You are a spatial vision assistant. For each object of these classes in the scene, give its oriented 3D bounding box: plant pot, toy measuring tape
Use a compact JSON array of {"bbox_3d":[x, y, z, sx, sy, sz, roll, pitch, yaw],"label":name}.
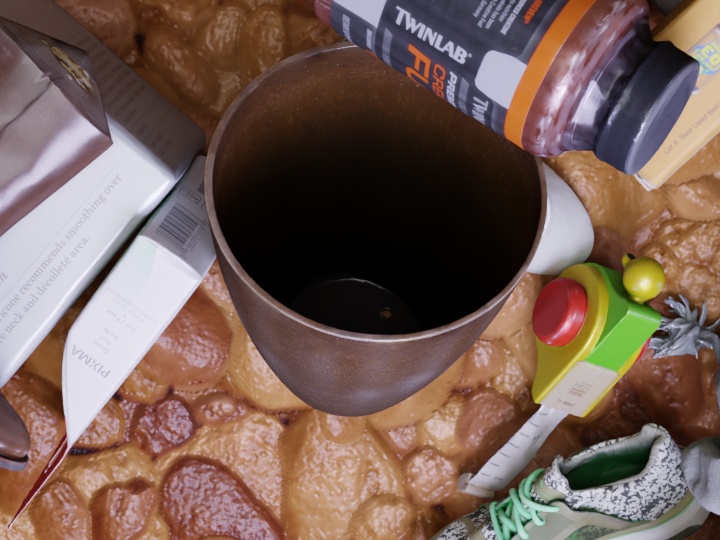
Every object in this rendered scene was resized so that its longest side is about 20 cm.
[{"bbox_3d":[0.000,0.000,1.401,0.186,0.200,0.187,2,62,-5],"label":"plant pot"},{"bbox_3d":[0.119,0.056,1.489,0.074,0.074,0.200,36,123,-4],"label":"toy measuring tape"}]

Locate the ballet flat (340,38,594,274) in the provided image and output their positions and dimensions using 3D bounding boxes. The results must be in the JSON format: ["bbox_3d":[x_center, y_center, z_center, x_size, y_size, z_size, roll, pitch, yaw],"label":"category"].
[{"bbox_3d":[0.058,-0.064,1.457,0.200,0.069,0.069,44,101,-6],"label":"ballet flat"}]

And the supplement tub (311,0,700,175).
[{"bbox_3d":[0.079,-0.131,1.300,0.200,0.107,0.107,33,103,15],"label":"supplement tub"}]

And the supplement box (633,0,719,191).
[{"bbox_3d":[0.213,-0.136,1.349,0.200,0.069,0.067,-42,95,14],"label":"supplement box"}]

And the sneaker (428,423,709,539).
[{"bbox_3d":[0.113,0.141,1.477,0.200,0.077,0.089,-25,138,2],"label":"sneaker"}]

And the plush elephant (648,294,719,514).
[{"bbox_3d":[0.263,0.075,1.426,0.200,0.155,0.165,17,103,0],"label":"plush elephant"}]

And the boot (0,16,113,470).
[{"bbox_3d":[-0.189,-0.017,1.321,0.200,0.064,0.186,-45,98,6],"label":"boot"}]

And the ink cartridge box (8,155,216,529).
[{"bbox_3d":[-0.149,0.038,1.433,0.050,0.161,0.200,39,110,-6],"label":"ink cartridge box"}]

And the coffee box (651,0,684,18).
[{"bbox_3d":[0.230,-0.169,1.415,0.114,0.080,0.200,-41,97,12],"label":"coffee box"}]

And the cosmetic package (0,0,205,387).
[{"bbox_3d":[-0.222,-0.071,1.423,0.200,0.166,0.167,41,101,-6],"label":"cosmetic package"}]
